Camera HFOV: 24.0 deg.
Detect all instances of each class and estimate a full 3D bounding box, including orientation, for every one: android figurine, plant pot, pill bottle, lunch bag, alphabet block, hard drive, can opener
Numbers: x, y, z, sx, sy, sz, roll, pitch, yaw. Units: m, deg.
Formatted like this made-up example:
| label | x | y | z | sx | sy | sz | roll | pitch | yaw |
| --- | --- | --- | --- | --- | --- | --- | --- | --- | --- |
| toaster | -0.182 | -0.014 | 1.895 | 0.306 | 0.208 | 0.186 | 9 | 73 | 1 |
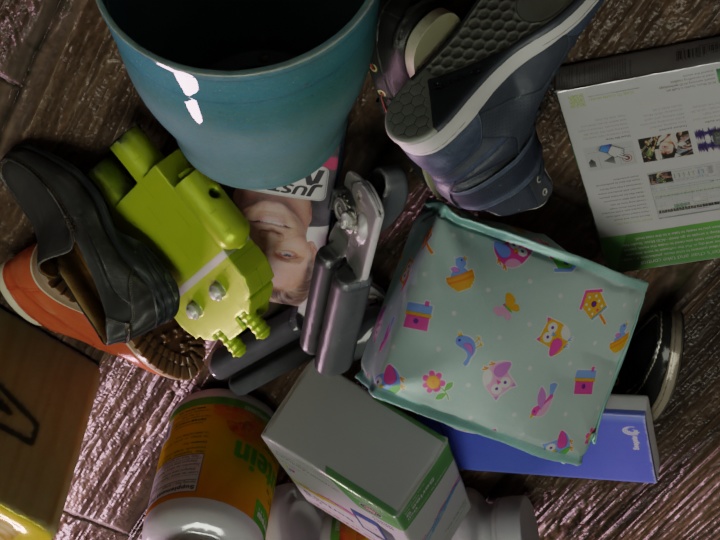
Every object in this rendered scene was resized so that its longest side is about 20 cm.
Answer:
| label | x | y | z | sx | sy | sz | roll | pitch | yaw |
| --- | --- | --- | --- | --- | --- | --- | --- | --- | --- |
| android figurine | -0.145 | -0.018 | 1.382 | 0.200 | 0.041 | 0.182 | 54 | 142 | -2 |
| plant pot | -0.078 | -0.161 | 1.203 | 0.198 | 0.201 | 0.188 | 4 | 149 | 5 |
| pill bottle | -0.138 | 0.218 | 1.556 | 0.110 | 0.201 | 0.112 | 4 | 135 | 4 |
| lunch bag | 0.119 | 0.052 | 1.361 | 0.199 | 0.122 | 0.171 | 20 | 92 | -10 |
| alphabet block | -0.380 | 0.160 | 1.549 | 0.196 | 0.201 | 0.195 | 31 | 131 | -21 |
| hard drive | 0.155 | 0.143 | 1.475 | 0.198 | 0.026 | 0.132 | 2 | 149 | 16 |
| can opener | 0.000 | 0.000 | 1.364 | 0.067 | 0.053 | 0.201 | -17 | 142 | -27 |
| can opener | -0.055 | 0.068 | 1.500 | 0.199 | 0.067 | 0.053 | -30 | 123 | 32 |
| pill bottle | -0.133 | 0.291 | 1.700 | 0.199 | 0.112 | 0.111 | -21 | 128 | 27 |
| pill bottle | 0.070 | 0.271 | 1.648 | 0.199 | 0.112 | 0.111 | -9 | 132 | 17 |

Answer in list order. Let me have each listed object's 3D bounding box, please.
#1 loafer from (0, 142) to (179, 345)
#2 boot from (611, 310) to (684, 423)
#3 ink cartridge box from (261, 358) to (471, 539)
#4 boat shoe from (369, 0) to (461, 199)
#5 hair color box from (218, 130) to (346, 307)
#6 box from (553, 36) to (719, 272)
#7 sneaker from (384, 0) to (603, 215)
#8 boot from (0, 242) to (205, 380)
| label | x | y | z | sx | sy | sz | roll | pitch | yaw |
| --- | --- | --- | --- | --- | --- | --- | --- | --- | --- |
| loafer | -0.236 | -0.024 | 1.382 | 0.200 | 0.072 | 0.073 | 44 | 143 | 16 |
| boot | 0.187 | 0.091 | 1.484 | 0.150 | 0.074 | 0.200 | 15 | 143 | -7 |
| ink cartridge box | 0.011 | 0.178 | 1.505 | 0.145 | 0.088 | 0.200 | 29 | 166 | 20 |
| boat shoe | 0.050 | -0.134 | 1.294 | 0.063 | 0.074 | 0.202 | 33 | 158 | 31 |
| hair color box | -0.069 | -0.063 | 1.380 | 0.099 | 0.061 | 0.201 | 9 | 135 | 1 |
| box | 0.244 | -0.086 | 1.327 | 0.143 | 0.036 | 0.201 | -8 | 131 | 17 |
| sneaker | 0.123 | -0.132 | 1.248 | 0.202 | 0.077 | 0.146 | -43 | 137 | 0 |
| boot | -0.230 | 0.037 | 1.507 | 0.107 | 0.075 | 0.200 | -16 | 136 | 45 |
